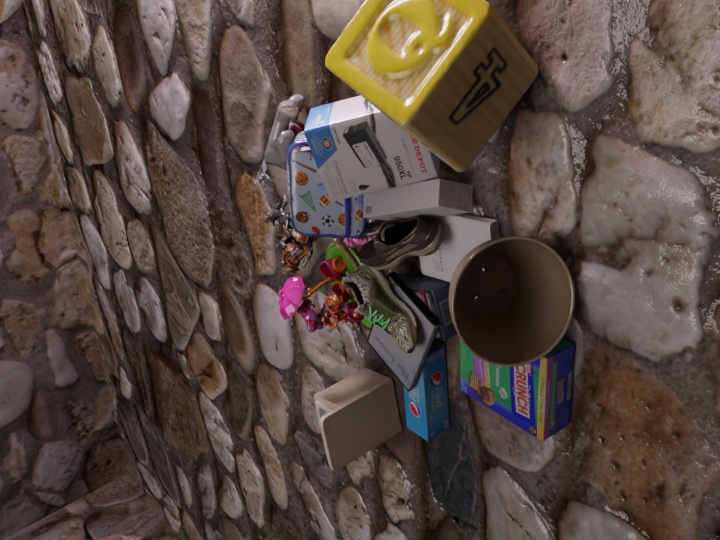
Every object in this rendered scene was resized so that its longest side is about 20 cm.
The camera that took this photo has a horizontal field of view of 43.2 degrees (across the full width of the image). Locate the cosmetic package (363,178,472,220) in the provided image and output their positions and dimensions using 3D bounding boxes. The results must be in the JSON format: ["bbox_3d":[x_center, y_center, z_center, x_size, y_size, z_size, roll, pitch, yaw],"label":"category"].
[{"bbox_3d":[0.097,-0.121,1.582,0.199,0.082,0.052,-4,80,51],"label":"cosmetic package"}]

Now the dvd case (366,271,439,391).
[{"bbox_3d":[0.078,0.118,1.735,0.143,0.017,0.202,48,142,28],"label":"dvd case"}]

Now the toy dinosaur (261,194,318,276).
[{"bbox_3d":[-0.126,-0.087,1.948,0.200,0.102,0.136,-47,54,12],"label":"toy dinosaur"}]

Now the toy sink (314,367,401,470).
[{"bbox_3d":[-0.026,0.319,1.968,0.111,0.198,0.132,15,124,50],"label":"toy sink"}]

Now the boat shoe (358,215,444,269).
[{"bbox_3d":[0.062,-0.059,1.626,0.073,0.075,0.198,36,144,-30],"label":"boat shoe"}]

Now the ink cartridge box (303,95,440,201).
[{"bbox_3d":[0.023,-0.215,1.528,0.197,0.085,0.146,-11,124,16],"label":"ink cartridge box"}]

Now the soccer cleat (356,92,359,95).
[{"bbox_3d":[0.024,-0.298,1.631,0.076,0.067,0.201,30,137,-1],"label":"soccer cleat"}]

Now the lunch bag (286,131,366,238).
[{"bbox_3d":[-0.053,-0.161,1.670,0.157,0.076,0.203,5,119,8],"label":"lunch bag"}]

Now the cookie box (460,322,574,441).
[{"bbox_3d":[0.263,0.166,1.553,0.199,0.075,0.174,28,132,44],"label":"cookie box"}]

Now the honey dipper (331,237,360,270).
[{"bbox_3d":[0.000,0.000,1.795,0.038,0.038,0.201,19,151,49],"label":"honey dipper"}]

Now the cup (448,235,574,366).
[{"bbox_3d":[0.221,0.036,1.450,0.143,0.197,0.203,-138,30,-75],"label":"cup"}]

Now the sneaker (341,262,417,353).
[{"bbox_3d":[0.029,0.077,1.682,0.201,0.088,0.077,55,144,21],"label":"sneaker"}]

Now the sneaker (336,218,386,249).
[{"bbox_3d":[0.008,-0.097,1.775,0.199,0.078,0.097,-6,95,56],"label":"sneaker"}]

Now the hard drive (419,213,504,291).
[{"bbox_3d":[0.172,-0.038,1.600,0.199,0.026,0.134,18,124,51],"label":"hard drive"}]

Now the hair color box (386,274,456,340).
[{"bbox_3d":[0.106,0.067,1.737,0.199,0.060,0.101,6,115,55],"label":"hair color box"}]

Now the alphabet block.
[{"bbox_3d":[0.105,-0.293,1.302,0.195,0.199,0.198,41,99,33],"label":"alphabet block"}]

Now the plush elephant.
[{"bbox_3d":[-0.107,-0.229,1.792,0.165,0.153,0.203,-80,11,-80],"label":"plush elephant"}]

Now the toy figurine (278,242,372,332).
[{"bbox_3d":[-0.082,0.064,1.899,0.202,0.183,0.150,61,148,6],"label":"toy figurine"}]

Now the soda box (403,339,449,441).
[{"bbox_3d":[0.129,0.232,1.807,0.067,0.064,0.203,27,131,46],"label":"soda box"}]
